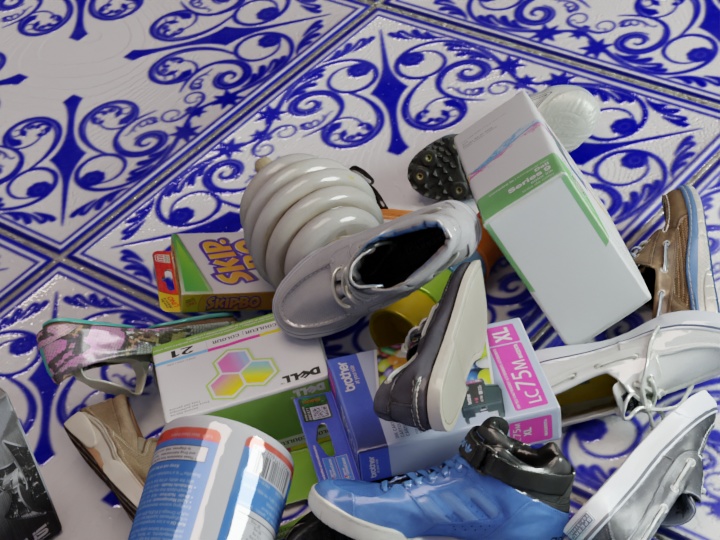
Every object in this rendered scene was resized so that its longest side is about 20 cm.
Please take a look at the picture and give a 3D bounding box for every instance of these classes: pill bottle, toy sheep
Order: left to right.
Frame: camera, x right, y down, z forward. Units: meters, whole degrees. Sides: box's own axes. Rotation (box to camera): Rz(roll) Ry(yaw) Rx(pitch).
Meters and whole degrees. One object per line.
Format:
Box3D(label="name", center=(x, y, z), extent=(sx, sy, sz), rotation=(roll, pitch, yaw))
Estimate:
Box3D(label="pill bottle", center=(-0.125, 0.222, 1.495), extent=(0.111, 0.112, 0.201), rotation=(4, 60, 21))
Box3D(label="toy sheep", center=(-0.042, -0.038, 1.740), extent=(0.137, 0.139, 0.200), rotation=(-29, 45, -18))

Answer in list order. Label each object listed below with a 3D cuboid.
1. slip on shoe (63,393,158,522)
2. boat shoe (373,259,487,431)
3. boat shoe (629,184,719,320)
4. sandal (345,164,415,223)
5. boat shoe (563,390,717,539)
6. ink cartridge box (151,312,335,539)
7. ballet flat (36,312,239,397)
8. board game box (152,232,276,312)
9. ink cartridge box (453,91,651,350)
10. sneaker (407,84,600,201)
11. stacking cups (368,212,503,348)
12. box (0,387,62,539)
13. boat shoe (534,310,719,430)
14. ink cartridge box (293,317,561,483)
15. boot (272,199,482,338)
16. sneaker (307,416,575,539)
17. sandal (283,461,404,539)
Box3D(label="slip on shoe", center=(-0.182, 0.167, 1.641), extent=(0.060, 0.076, 0.200), rotation=(-33, 34, -14))
Box3D(label="boat shoe", center=(0.058, 0.054, 1.548), extent=(0.062, 0.073, 0.201), rotation=(-2, 32, 17))
Box3D(label="boat shoe", center=(0.270, -0.002, 1.706), extent=(0.072, 0.073, 0.201), rotation=(-9, 38, 9))
Box3D(label="sandal", center=(0.005, -0.070, 1.863), extent=(0.205, 0.060, 0.079), rotation=(5, 8, 18))
Box3D(label="boat shoe", center=(0.234, 0.165, 1.520), extent=(0.068, 0.072, 0.200), rotation=(43, 43, 10))
Box3D(label="ink cartridge box", center=(-0.086, 0.133, 1.647), extent=(0.146, 0.076, 0.201), rotation=(-16, 37, -2))
Box3D(label="ballet flat", center=(-0.193, 0.077, 1.740), extent=(0.199, 0.072, 0.069), rotation=(-1, -15, -37))
Box3D(label="board game box", center=(-0.090, 0.000, 1.812), extent=(0.198, 0.030, 0.096), rotation=(-4, 37, -10))
Box3D(label="ink cartridge box", center=(0.161, -0.047, 1.694), extent=(0.087, 0.146, 0.200), rotation=(-34, 23, 8))
Box3D(label="sneaker", center=(0.139, -0.121, 1.910), extent=(0.198, 0.072, 0.072), rotation=(-23, 4, -1))
Box3D(label="stacking cups", center=(0.083, 0.005, 1.777), extent=(0.060, 0.061, 0.200), rotation=(13, 41, 31))
Box3D(label="box", center=(-0.350, 0.202, 1.579), extent=(0.199, 0.159, 0.048), rotation=(-36, 43, -26))
Box3D(label="boat shoe", center=(0.219, 0.094, 1.602), extent=(0.200, 0.075, 0.086), rotation=(-11, 38, 10))
Box3D(label="ink cartridge box", center=(0.050, 0.106, 1.575), extent=(0.198, 0.042, 0.120), rotation=(-14, 38, -5))
Box3D(label="boot", center=(0.000, 0.000, 1.603), extent=(0.199, 0.074, 0.095), rotation=(-29, -5, 19))
Box3D(label="sneaker", center=(0.065, 0.156, 1.492), extent=(0.198, 0.112, 0.077), rotation=(13, 14, 0))
Box3D(label="sandal", center=(-0.020, 0.211, 1.549), extent=(0.048, 0.076, 0.201), rotation=(-20, 21, 43))
